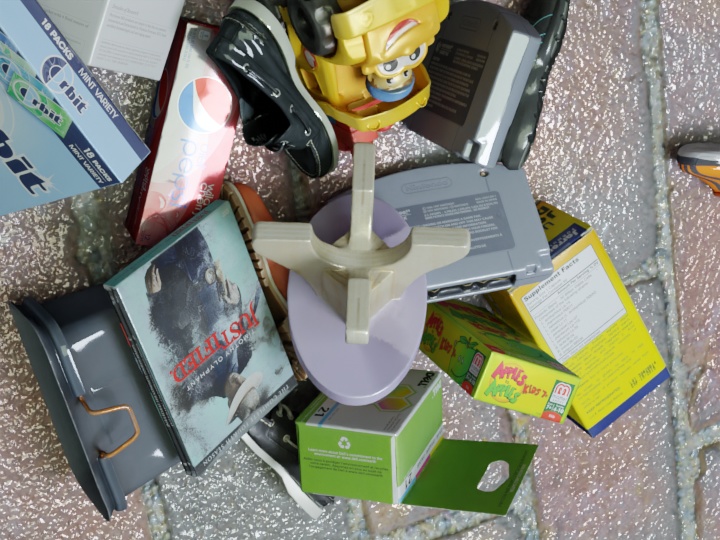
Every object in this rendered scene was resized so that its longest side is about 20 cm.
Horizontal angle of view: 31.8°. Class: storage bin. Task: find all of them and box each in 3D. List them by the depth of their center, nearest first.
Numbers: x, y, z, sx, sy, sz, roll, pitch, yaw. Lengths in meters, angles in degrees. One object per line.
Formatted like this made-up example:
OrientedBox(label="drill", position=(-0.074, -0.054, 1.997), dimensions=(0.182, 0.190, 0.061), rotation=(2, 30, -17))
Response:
OrientedBox(label="storage bin", position=(-0.211, 0.101, 1.144), dimensions=(0.133, 0.145, 0.202), rotation=(-26, 114, -22))

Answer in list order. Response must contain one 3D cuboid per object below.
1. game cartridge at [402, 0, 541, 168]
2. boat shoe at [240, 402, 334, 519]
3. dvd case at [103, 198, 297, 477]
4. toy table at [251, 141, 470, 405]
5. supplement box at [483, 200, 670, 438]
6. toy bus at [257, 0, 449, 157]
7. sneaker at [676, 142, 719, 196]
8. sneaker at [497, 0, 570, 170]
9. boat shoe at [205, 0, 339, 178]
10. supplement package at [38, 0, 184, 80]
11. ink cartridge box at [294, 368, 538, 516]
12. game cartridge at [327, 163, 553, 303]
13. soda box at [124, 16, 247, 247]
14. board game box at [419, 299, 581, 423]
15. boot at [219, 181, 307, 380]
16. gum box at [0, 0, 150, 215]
OrientedBox(label="game cartridge", position=(0.097, -0.173, 1.134), dimensions=(0.041, 0.200, 0.134), rotation=(20, 99, -20))
OrientedBox(label="boat shoe", position=(-0.080, 0.162, 1.241), dimensions=(0.060, 0.074, 0.200), rotation=(-42, 117, -6))
OrientedBox(label="dvd case", position=(-0.135, 0.060, 1.120), dimensions=(0.146, 0.022, 0.202), rotation=(-41, 125, -38))
OrientedBox(label="toy table", position=(0.000, 0.000, 1.099), dimensions=(0.181, 0.202, 0.117), rotation=(-8, 152, -6))
OrientedBox(label="supplement box", position=(0.212, 0.049, 1.296), dimensions=(0.108, 0.109, 0.201), rotation=(-36, 116, -7))
OrientedBox(label="toy bus", position=(-0.001, -0.185, 1.097), dimensions=(0.135, 0.200, 0.194), rotation=(-26, 120, -21))
OrientedBox(label="sneaker", position=(0.416, -0.070, 1.354), dimensions=(0.198, 0.078, 0.113), rotation=(8, 102, -23))
OrientedBox(label="sneaker", position=(0.148, -0.201, 1.214), dimensions=(0.078, 0.075, 0.202), rotation=(17, 82, 11))
OrientedBox(label="boat shoe", position=(-0.077, -0.138, 1.084), dimensions=(0.066, 0.074, 0.200), rotation=(-51, 148, -21))
OrientedBox(label="supplement package", position=(-0.204, -0.271, 1.011), dimensions=(0.120, 0.120, 0.202), rotation=(23, 100, 17))
OrientedBox(label="ink cartridge box", position=(0.057, 0.156, 1.201), dimensions=(0.198, 0.148, 0.077), rotation=(3, 109, 20))
OrientedBox(label="game cartridge", position=(0.072, -0.036, 1.207), dimensions=(0.197, 0.135, 0.041), rotation=(-9, 154, -7))
OrientedBox(label="soda box", position=(-0.153, -0.120, 1.132), dimensions=(0.069, 0.063, 0.202), rotation=(10, 102, -23))
OrientedBox(label="board game box", position=(0.117, 0.077, 1.217), dimensions=(0.101, 0.200, 0.048), rotation=(17, 100, -24))
OrientedBox(label="boot", position=(-0.069, -0.009, 1.203), dimensions=(0.107, 0.075, 0.202), rotation=(-36, 111, -28))
OrientedBox(label="gum box", position=(-0.286, -0.131, 1.009), dimensions=(0.171, 0.199, 0.045), rotation=(56, 49, -25))
